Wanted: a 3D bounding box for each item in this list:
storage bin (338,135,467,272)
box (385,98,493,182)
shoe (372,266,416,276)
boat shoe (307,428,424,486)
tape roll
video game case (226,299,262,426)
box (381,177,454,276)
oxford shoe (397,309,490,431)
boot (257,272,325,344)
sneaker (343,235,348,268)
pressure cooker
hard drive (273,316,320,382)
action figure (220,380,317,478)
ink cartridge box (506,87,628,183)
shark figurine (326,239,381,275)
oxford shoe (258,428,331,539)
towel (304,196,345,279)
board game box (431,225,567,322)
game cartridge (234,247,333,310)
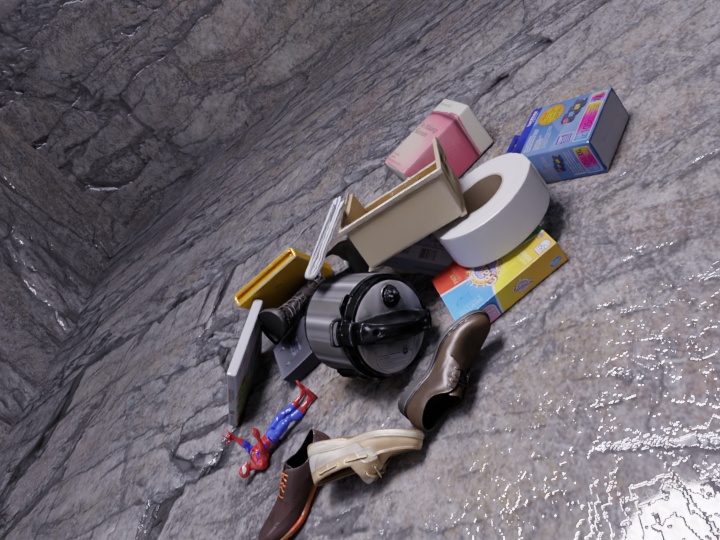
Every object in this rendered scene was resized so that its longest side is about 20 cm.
[{"bbox_3d":[0.075,-0.123,1.107,0.198,0.094,0.200,-31,22,18],"label":"storage bin"},{"bbox_3d":[0.171,-0.262,1.390,0.200,0.109,0.128,-46,27,2],"label":"box"},{"bbox_3d":[0.061,-0.010,1.284,0.069,0.055,0.198,-10,13,-31],"label":"shoe"},{"bbox_3d":[0.009,0.286,0.951,0.196,0.073,0.071,-19,61,27],"label":"boat shoe"},{"bbox_3d":[0.218,-0.104,1.066,0.201,0.071,0.204,-37,22,18],"label":"tape roll"},{"bbox_3d":[-0.245,0.196,1.343,0.203,0.022,0.185,-78,-2,-45],"label":"video game case"},{"bbox_3d":[0.132,-0.086,1.209,0.152,0.042,0.203,10,57,21],"label":"box"},{"bbox_3d":[0.141,0.153,0.935,0.203,0.072,0.084,-59,30,3],"label":"oxford shoe"},{"bbox_3d":[-0.141,0.068,1.360,0.174,0.069,0.200,-47,-3,-19],"label":"boot"},{"bbox_3d":[0.032,-0.096,1.404,0.199,0.073,0.113,-40,29,16],"label":"sneaker"},{"bbox_3d":[0.014,0.092,1.072,0.198,0.179,0.177,-2,47,54],"label":"pressure cooker"},{"bbox_3d":[-0.094,0.135,1.312,0.200,0.042,0.135,-46,28,3],"label":"hard drive"},{"bbox_3d":[-0.179,0.289,1.178,0.202,0.099,0.065,-56,28,-12],"label":"action figure"},{"bbox_3d":[0.357,-0.232,1.127,0.198,0.076,0.138,-7,47,53],"label":"ink cartridge box"},{"bbox_3d":[-0.002,-0.020,1.228,0.087,0.215,0.131,7,67,20],"label":"shark figurine"},{"bbox_3d":[-0.113,0.352,1.021,0.071,0.073,0.202,4,56,56],"label":"oxford shoe"},{"bbox_3d":[-0.066,-0.053,1.139,0.200,0.023,0.150,178,114,-84],"label":"towel"},{"bbox_3d":[0.223,0.000,1.044,0.199,0.040,0.154,-42,28,10],"label":"board game box"},{"bbox_3d":[-0.167,0.030,1.416,0.175,0.199,0.033,-40,69,12],"label":"game cartridge"}]
